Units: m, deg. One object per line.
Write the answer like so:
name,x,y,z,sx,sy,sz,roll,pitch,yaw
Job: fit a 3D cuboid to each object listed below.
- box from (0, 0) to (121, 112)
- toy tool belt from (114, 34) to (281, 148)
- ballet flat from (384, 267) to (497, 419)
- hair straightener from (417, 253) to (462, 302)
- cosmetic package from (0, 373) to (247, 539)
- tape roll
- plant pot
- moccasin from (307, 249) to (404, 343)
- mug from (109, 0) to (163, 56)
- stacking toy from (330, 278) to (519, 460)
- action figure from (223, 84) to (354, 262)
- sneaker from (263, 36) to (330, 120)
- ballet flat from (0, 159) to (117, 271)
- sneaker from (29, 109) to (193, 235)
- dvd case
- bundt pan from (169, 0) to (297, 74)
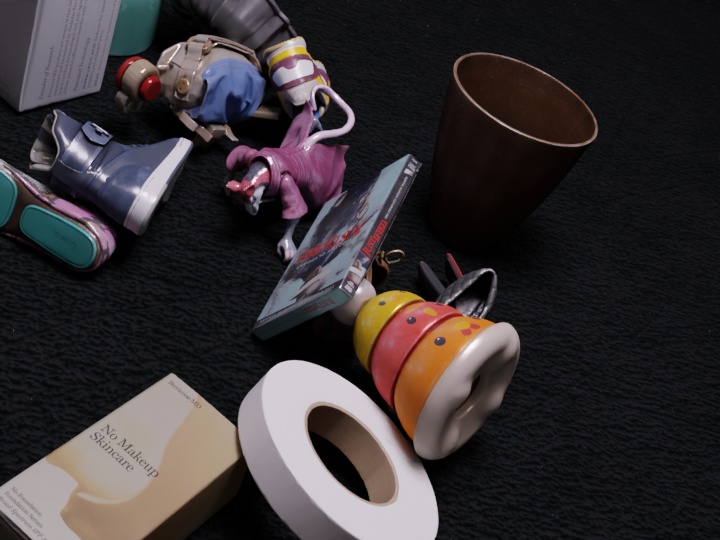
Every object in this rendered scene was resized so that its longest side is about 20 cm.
box,-0.392,-0.329,1.206,0.198,0.202,0.130,38,36,18
toy tool belt,-0.183,-0.209,1.238,0.122,0.126,0.199,36,26,17
ballet flat,0.081,0.070,1.078,0.066,0.057,0.201,32,56,5
hair straightener,0.101,0.068,1.147,0.076,0.041,0.202,-13,53,-13
cosmetic package,-0.185,0.175,0.809,0.105,0.072,0.200,36,38,14
tape roll,-0.016,0.165,0.886,0.202,0.037,0.204,39,21,-18
plant pot,0.160,-0.128,1.273,0.184,0.202,0.188,16,37,-12
moccasin,0.001,-0.001,1.131,0.077,0.074,0.203,22,37,-7
mug,-0.333,-0.382,1.376,0.150,0.115,0.186,12,38,-16
stacking toy,0.039,0.069,0.995,0.199,0.148,0.145,35,37,26
action figure,-0.076,-0.111,1.174,0.134,0.150,0.200,40,25,12
sneaker,-0.074,-0.225,1.338,0.200,0.074,0.091,23,49,-79
ballet flat,-0.332,-0.065,1.037,0.198,0.070,0.071,29,18,-1
sneaker,-0.261,-0.122,1.098,0.145,0.078,0.203,27,20,-6
dvd case,-0.023,-0.025,1.059,0.022,0.145,0.201,43,49,-20
bundt pan,-0.177,-0.333,1.371,0.201,0.202,0.076,38,81,17
